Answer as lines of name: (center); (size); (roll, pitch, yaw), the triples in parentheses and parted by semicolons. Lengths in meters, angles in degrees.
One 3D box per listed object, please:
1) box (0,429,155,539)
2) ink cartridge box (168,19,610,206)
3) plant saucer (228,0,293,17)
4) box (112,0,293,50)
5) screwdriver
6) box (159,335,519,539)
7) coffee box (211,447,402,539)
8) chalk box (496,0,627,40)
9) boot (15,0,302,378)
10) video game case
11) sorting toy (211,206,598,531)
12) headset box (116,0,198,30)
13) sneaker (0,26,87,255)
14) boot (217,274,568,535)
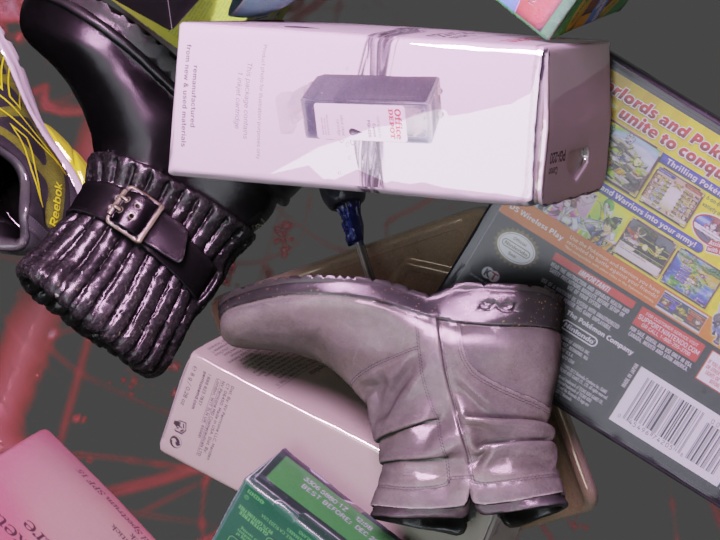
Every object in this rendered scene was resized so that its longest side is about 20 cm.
box: (-0.217, 0.196, 1.474); (0.128, 0.200, 0.109); (45, 112, 5)
ink cartridge box: (0.019, -0.085, 1.305); (0.199, 0.146, 0.085); (7, 98, 18)
plant saucer: (-0.010, -0.216, 1.323); (0.027, 0.200, 0.201); (28, 110, -9)
box: (-0.138, -0.192, 1.432); (0.200, 0.075, 0.050); (38, 111, 10)
screwdriver: (0.000, 0.000, 1.413); (0.029, 0.028, 0.201); (-11, 72, -4)
box: (-0.006, 0.107, 1.413); (0.199, 0.082, 0.069); (27, 111, 17)
coffee box: (-0.044, 0.206, 1.404); (0.123, 0.044, 0.200); (37, 129, 11)
chalk box: (0.098, -0.206, 1.277); (0.124, 0.200, 0.125); (39, 112, 7)
boot: (-0.151, -0.057, 1.431); (0.211, 0.079, 0.158); (41, 86, 7)
video game case: (0.163, 0.003, 1.368); (0.200, 0.026, 0.181); (32, 101, 4)
sorting toy: (0.026, 0.074, 1.455); (0.199, 0.036, 0.186); (-18, 95, 26)
headset box: (-0.099, -0.247, 1.292); (0.149, 0.075, 0.200); (-45, 40, 22)
sneaker: (-0.232, -0.091, 1.481); (0.074, 0.085, 0.200); (-43, 86, 21)
boot: (0.014, 0.073, 1.338); (0.199, 0.068, 0.131); (2, 78, 12)
